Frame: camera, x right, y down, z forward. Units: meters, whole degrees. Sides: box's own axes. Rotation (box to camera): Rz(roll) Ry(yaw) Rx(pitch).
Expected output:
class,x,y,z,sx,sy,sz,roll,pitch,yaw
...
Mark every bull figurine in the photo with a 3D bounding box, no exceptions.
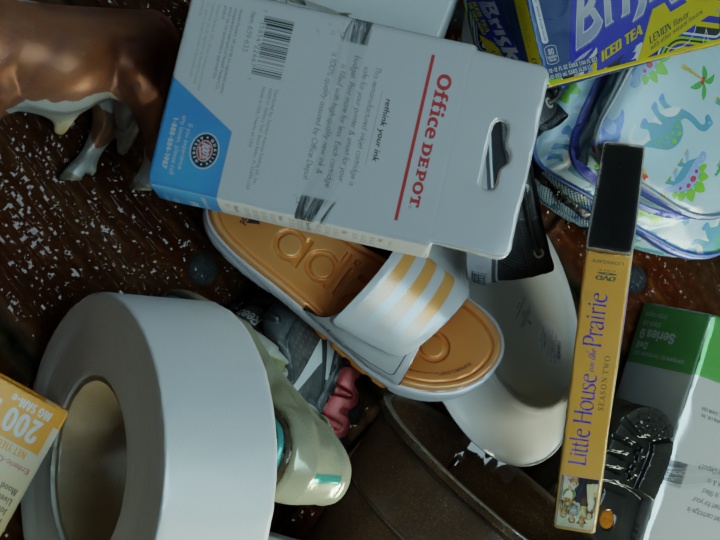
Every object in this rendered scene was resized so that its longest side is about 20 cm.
class,x,y,z,sx,sy,sz,roll,pitch,yaw
bull figurine,-0.195,-0.110,1.121,0.200,0.065,0.121,1,99,-29

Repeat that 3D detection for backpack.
class,x,y,z,sx,sy,sz,roll,pitch,yaw
backpack,0.202,-0.104,1.315,0.200,0.147,0.183,30,82,-33

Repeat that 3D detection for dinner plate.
class,x,y,z,sx,sy,sz,roll,pitch,yaw
dinner plate,0.099,0.030,1.286,0.200,0.024,0.200,24,59,-49

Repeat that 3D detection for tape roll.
class,x,y,z,sx,sy,sz,roll,pitch,yaw
tape roll,-0.126,0.113,1.110,0.071,0.202,0.203,5,93,-31

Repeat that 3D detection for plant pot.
class,x,y,z,sx,sy,sz,roll,pitch,yaw
plant pot,0.032,0.212,1.214,0.200,0.200,0.198,35,97,-29

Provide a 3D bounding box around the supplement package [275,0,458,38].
class,x,y,z,sx,sy,sz,roll,pitch,yaw
supplement package,-0.009,-0.148,1.176,0.117,0.117,0.200,21,84,-1

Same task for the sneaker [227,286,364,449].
class,x,y,z,sx,sy,sz,roll,pitch,yaw
sneaker,-0.032,0.022,1.230,0.098,0.071,0.201,22,83,-29

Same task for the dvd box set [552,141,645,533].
class,x,y,z,sx,sy,sz,roll,pitch,yaw
dvd box set,0.148,0.040,1.201,0.029,0.146,0.200,8,121,8

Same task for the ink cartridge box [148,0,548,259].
class,x,y,z,sx,sy,sz,roll,pitch,yaw
ink cartridge box,-0.006,-0.076,1.075,0.200,0.067,0.116,13,84,0

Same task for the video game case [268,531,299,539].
class,x,y,z,sx,sy,sz,roll,pitch,yaw
video game case,-0.103,0.250,1.178,0.017,0.143,0.200,12,89,-59

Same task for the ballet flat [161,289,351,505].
class,x,y,z,sx,sy,sz,roll,pitch,yaw
ballet flat,-0.063,0.075,1.144,0.069,0.200,0.069,-14,125,-21

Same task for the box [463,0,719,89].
class,x,y,z,sx,sy,sz,roll,pitch,yaw
box,0.163,-0.158,1.166,0.200,0.064,0.070,-17,96,-30

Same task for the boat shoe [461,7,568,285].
class,x,y,z,sx,sy,sz,roll,pitch,yaw
boat shoe,0.097,-0.091,1.216,0.066,0.070,0.200,-1,84,7

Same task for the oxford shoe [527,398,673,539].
class,x,y,z,sx,sy,sz,roll,pitch,yaw
oxford shoe,0.142,0.181,1.349,0.073,0.084,0.200,35,80,-32

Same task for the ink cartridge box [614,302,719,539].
class,x,y,z,sx,sy,sz,roll,pitch,yaw
ink cartridge box,0.251,0.141,1.409,0.146,0.084,0.200,22,85,-31

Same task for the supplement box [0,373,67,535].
class,x,y,z,sx,sy,sz,roll,pitch,yaw
supplement box,-0.273,0.135,1.095,0.126,0.074,0.200,33,79,-29

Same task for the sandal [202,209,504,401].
class,x,y,z,sx,sy,sz,roll,pitch,yaw
sandal,-0.005,0.006,1.173,0.207,0.059,0.079,32,68,-1
